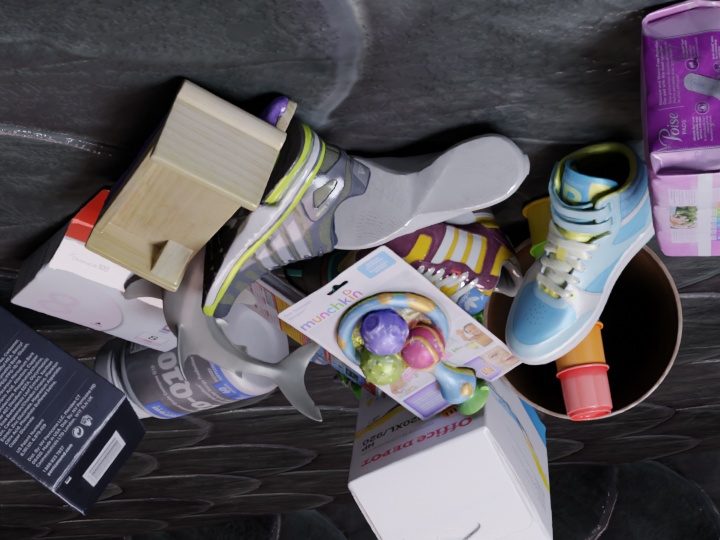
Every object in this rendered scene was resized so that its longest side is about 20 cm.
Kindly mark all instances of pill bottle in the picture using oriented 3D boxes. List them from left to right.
[{"bbox_3d":[-0.187,0.097,1.357,0.200,0.114,0.114,-18,159,33],"label":"pill bottle"}]

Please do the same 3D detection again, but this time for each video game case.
[{"bbox_3d":[-0.058,0.045,1.182,0.200,0.017,0.143,35,166,10],"label":"video game case"}]

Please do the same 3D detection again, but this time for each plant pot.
[{"bbox_3d":[0.221,0.050,1.285,0.187,0.187,0.200,-8,178,7],"label":"plant pot"}]

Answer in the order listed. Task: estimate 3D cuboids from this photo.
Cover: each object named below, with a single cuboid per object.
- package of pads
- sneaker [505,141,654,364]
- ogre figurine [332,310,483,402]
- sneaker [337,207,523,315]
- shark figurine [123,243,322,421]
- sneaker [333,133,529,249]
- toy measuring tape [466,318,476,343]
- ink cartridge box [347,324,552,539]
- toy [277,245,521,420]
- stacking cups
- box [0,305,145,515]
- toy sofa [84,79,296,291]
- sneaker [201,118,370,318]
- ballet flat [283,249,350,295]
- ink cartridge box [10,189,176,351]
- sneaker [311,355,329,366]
[{"bbox_3d":[0.238,-0.092,0.879,0.076,0.121,0.200,-4,164,15],"label":"package of pads"},{"bbox_3d":[0.171,-0.023,1.039,0.080,0.200,0.131,31,175,32],"label":"sneaker"},{"bbox_3d":[0.048,0.088,1.405,0.098,0.200,0.120,47,152,-22],"label":"ogre figurine"},{"bbox_3d":[0.070,-0.002,1.085,0.200,0.090,0.075,-14,157,-44],"label":"sneaker"},{"bbox_3d":[-0.128,0.067,1.099,0.128,0.090,0.215,-18,133,21],"label":"shark figurine"},{"bbox_3d":[0.040,-0.062,1.012,0.200,0.075,0.088,-9,-179,16],"label":"sneaker"},{"bbox_3d":[0.050,0.068,1.178,0.073,0.074,0.200,-2,173,-13],"label":"toy measuring tape"},{"bbox_3d":[0.089,0.180,1.218,0.147,0.145,0.200,-25,-160,15],"label":"ink cartridge box"},{"bbox_3d":[0.040,0.070,1.054,0.115,0.047,0.200,-34,133,23],"label":"toy"},{"bbox_3d":[0.191,0.035,1.135,0.060,0.200,0.061,-7,165,-2],"label":"stacking cups"},{"bbox_3d":[-0.336,0.135,1.266,0.200,0.117,0.197,33,163,6],"label":"box"},{"bbox_3d":[-0.129,-0.069,0.926,0.083,0.098,0.200,26,153,-16],"label":"toy sofa"},{"bbox_3d":[-0.063,-0.025,0.968,0.081,0.074,0.200,21,134,-22],"label":"sneaker"},{"bbox_3d":[0.000,0.000,1.190,0.068,0.068,0.200,1,175,35],"label":"ballet flat"},{"bbox_3d":[-0.200,0.008,1.115,0.162,0.057,0.200,22,156,-27],"label":"ink cartridge box"},{"bbox_3d":[-0.033,0.056,1.376,0.072,0.072,0.200,27,159,-10],"label":"sneaker"}]
